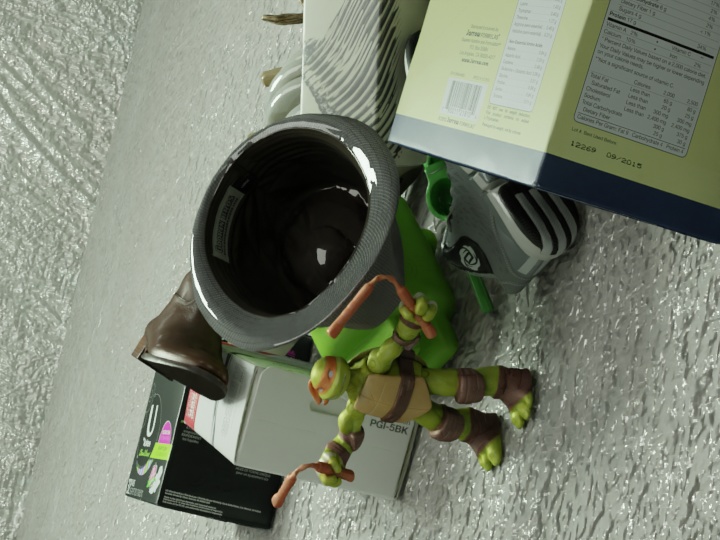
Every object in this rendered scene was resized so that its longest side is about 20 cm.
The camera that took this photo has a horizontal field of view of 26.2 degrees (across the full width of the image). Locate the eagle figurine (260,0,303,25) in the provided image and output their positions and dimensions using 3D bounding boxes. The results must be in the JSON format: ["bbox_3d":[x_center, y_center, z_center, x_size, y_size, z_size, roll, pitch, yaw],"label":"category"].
[{"bbox_3d":[-0.003,-0.311,1.519,0.151,0.151,0.201,50,151,25],"label":"eagle figurine"}]

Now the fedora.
[{"bbox_3d":[-0.030,-0.016,1.091,0.177,0.090,0.200,-54,44,1],"label":"fedora"}]

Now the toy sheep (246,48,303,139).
[{"bbox_3d":[-0.027,-0.137,1.382,0.138,0.137,0.201,125,158,-46],"label":"toy sheep"}]

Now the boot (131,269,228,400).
[{"bbox_3d":[-0.107,0.001,1.272,0.201,0.064,0.186,-58,25,-9],"label":"boot"}]

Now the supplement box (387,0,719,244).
[{"bbox_3d":[0.139,-0.143,0.925,0.200,0.134,0.201,27,101,64],"label":"supplement box"}]

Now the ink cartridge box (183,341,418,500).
[{"bbox_3d":[-0.054,0.122,1.296,0.200,0.146,0.083,-168,93,-73],"label":"ink cartridge box"}]

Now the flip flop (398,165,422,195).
[{"bbox_3d":[0.000,-0.018,1.392,0.200,0.058,0.081,-53,-11,19],"label":"flip flop"}]

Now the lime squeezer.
[{"bbox_3d":[0.072,-0.061,1.195,0.071,0.037,0.201,61,-160,-47],"label":"lime squeezer"}]

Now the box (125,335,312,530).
[{"bbox_3d":[-0.147,0.151,1.583,0.148,0.124,0.201,170,115,-69],"label":"box"}]

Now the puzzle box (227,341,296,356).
[{"bbox_3d":[-0.074,0.029,1.436,0.133,0.025,0.200,-49,-14,-26],"label":"puzzle box"}]

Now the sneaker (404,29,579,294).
[{"bbox_3d":[0.072,-0.069,1.110,0.201,0.075,0.116,63,149,24],"label":"sneaker"}]

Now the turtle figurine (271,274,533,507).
[{"bbox_3d":[0.026,0.091,1.058,0.065,0.160,0.201,-108,37,-58],"label":"turtle figurine"}]

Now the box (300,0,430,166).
[{"bbox_3d":[0.005,-0.179,1.147,0.082,0.068,0.202,7,100,38],"label":"box"}]

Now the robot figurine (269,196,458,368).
[{"bbox_3d":[0.000,0.000,1.226,0.116,0.175,0.201,-49,57,37],"label":"robot figurine"}]
